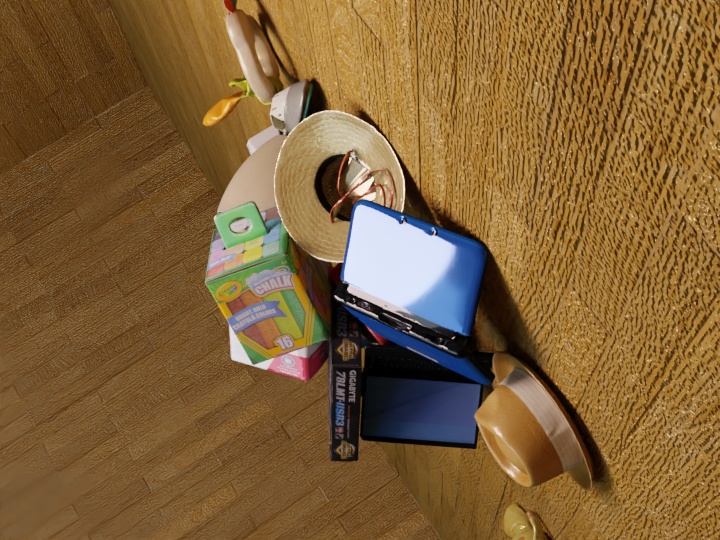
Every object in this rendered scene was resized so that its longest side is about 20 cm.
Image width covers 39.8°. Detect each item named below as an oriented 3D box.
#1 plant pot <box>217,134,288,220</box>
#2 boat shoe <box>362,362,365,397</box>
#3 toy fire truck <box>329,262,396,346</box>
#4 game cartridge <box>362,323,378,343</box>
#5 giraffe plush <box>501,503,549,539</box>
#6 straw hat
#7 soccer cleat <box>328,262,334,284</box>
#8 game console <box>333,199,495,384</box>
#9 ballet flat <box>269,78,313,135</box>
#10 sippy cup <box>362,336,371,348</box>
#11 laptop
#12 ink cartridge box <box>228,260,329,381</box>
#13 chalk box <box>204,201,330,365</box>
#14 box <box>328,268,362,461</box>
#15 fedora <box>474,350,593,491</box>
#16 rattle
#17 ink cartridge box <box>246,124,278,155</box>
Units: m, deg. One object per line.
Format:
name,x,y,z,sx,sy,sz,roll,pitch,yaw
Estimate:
plant pot,-0.101,-0.123,1.486,0.196,0.137,0.200,16,178,1
boat shoe,0.076,0.141,1.483,0.074,0.197,0.068,34,-131,-44
toy fire truck,0.059,0.034,1.392,0.201,0.112,0.168,53,-172,34
game cartridge,0.000,0.000,1.534,0.133,0.040,0.204,-145,49,-76
giraffe plush,0.249,0.504,1.645,0.174,0.161,0.200,56,171,11
straw hat,-0.009,-0.107,1.283,0.203,0.201,0.085,56,-149,13
soccer cleat,-0.075,-0.011,1.596,0.199,0.085,0.070,35,130,29
game console,0.077,0.027,1.186,0.198,0.120,0.171,24,169,36
ballet flat,-0.103,-0.229,1.453,0.062,0.069,0.200,13,170,-1
sippy cup,-0.017,0.064,1.696,0.180,0.138,0.130,63,179,7
laptop,0.087,0.176,1.361,0.200,0.173,0.105,92,-178,-74
ink cartridge box,-0.126,0.052,1.536,0.145,0.086,0.204,14,120,22
chalk box,-0.130,0.002,1.351,0.125,0.122,0.202,-92,-21,-53
box,-0.024,0.137,1.451,0.202,0.049,0.201,-92,3,-50
fedora,0.196,0.195,1.195,0.202,0.081,0.201,57,170,15
rattle,-0.201,-0.327,1.452,0.201,0.140,0.132,57,-144,-47
ink cartridge box,-0.104,-0.139,1.722,0.201,0.084,0.145,53,168,24
